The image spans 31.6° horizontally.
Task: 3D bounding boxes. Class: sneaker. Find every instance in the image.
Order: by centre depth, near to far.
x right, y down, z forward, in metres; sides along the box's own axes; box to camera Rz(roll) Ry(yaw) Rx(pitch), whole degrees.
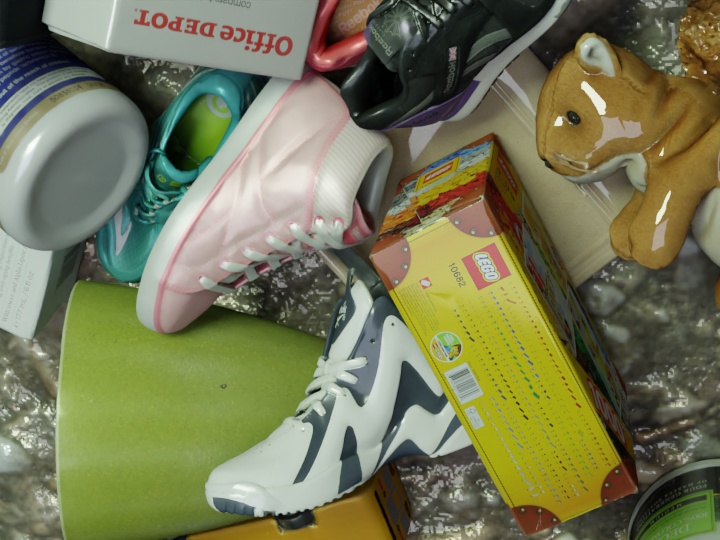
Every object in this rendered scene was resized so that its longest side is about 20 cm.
[{"bbox_3d":[0.052,-0.143,0.715,0.076,0.087,0.200,57,145,20],"label":"sneaker"},{"bbox_3d":[0.038,-0.188,0.776,0.074,0.087,0.200,44,115,-9],"label":"sneaker"},{"bbox_3d":[-0.055,-0.025,0.808,0.104,0.075,0.201,36,94,14],"label":"sneaker"},{"bbox_3d":[-0.017,0.070,0.809,0.197,0.079,0.131,-16,95,-16],"label":"sneaker"},{"bbox_3d":[-0.131,-0.069,0.872,0.077,0.080,0.201,34,117,-4],"label":"sneaker"}]

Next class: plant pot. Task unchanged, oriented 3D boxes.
[{"bbox_3d":[-0.101,0.102,0.899,0.198,0.188,0.189,0,114,-4],"label":"plant pot"}]

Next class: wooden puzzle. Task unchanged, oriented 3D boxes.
[{"bbox_3d":[0.072,-0.047,0.861,0.200,0.037,0.185,-41,98,20],"label":"wooden puzzle"}]

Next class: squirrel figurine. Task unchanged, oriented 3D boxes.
[{"bbox_3d":[0.210,-0.094,0.768,0.186,0.141,0.201,36,100,9],"label":"squirrel figurine"}]

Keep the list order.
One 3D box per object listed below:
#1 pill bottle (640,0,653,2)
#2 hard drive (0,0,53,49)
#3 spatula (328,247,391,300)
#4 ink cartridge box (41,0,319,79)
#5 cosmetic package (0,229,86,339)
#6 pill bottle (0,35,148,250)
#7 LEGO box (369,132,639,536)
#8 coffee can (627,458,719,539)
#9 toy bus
[{"bbox_3d":[0.143,-0.254,0.682,0.112,0.113,0.202,-27,87,22],"label":"pill bottle"},{"bbox_3d":[-0.187,-0.208,0.758,0.042,0.200,0.136,14,117,6],"label":"hard drive"},{"bbox_3d":[0.000,0.000,0.859,0.056,0.021,0.200,-41,100,9],"label":"spatula"},{"bbox_3d":[-0.087,-0.221,0.732,0.084,0.145,0.202,27,109,45],"label":"ink cartridge box"},{"bbox_3d":[-0.299,-0.050,0.920,0.198,0.081,0.114,23,118,2],"label":"cosmetic package"},{"bbox_3d":[-0.243,-0.113,0.832,0.200,0.115,0.116,38,119,22],"label":"pill bottle"},{"bbox_3d":[0.092,0.035,0.786,0.077,0.149,0.201,-25,104,16],"label":"LEGO box"},{"bbox_3d":[0.248,0.240,0.846,0.145,0.200,0.148,5,114,11],"label":"coffee can"},{"bbox_3d":[-0.067,0.202,0.973,0.198,0.078,0.066,-16,109,19],"label":"toy bus"}]
